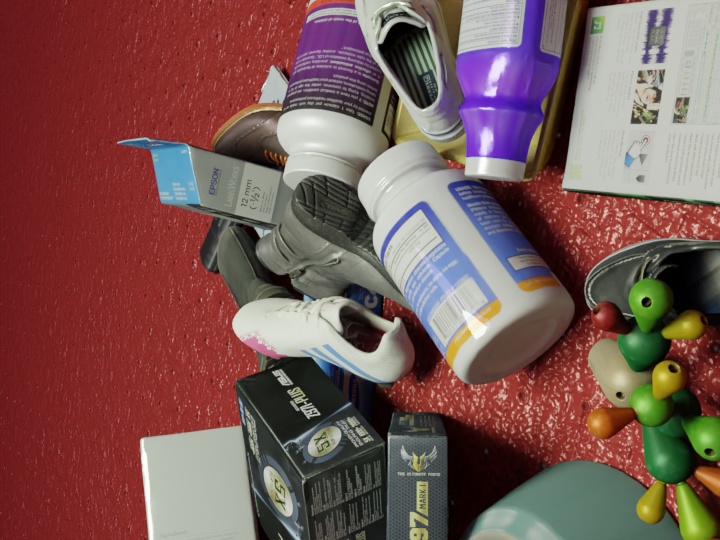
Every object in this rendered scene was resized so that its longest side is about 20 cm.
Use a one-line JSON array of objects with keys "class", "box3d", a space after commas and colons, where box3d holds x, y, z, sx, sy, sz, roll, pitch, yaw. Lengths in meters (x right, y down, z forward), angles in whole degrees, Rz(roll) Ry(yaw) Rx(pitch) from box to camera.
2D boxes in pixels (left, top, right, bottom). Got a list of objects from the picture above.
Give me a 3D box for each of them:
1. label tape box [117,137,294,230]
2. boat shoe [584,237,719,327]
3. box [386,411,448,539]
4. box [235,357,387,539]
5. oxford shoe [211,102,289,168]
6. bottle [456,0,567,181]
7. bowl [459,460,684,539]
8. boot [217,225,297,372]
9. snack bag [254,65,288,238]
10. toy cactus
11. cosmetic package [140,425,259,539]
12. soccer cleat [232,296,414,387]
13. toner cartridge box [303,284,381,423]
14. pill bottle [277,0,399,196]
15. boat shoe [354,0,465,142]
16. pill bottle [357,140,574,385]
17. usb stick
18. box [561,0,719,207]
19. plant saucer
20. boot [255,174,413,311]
[{"class": "label tape box", "box3d": [-0.164, -0.094, 0.978, 0.143, 0.200, 0.066, 10, 89, 60]}, {"class": "boat shoe", "box3d": [0.223, 0.011, 0.593, 0.200, 0.066, 0.070, 3, 89, 54]}, {"class": "box", "box3d": [0.048, 0.206, 0.742, 0.200, 0.051, 0.158, 50, -139, -85]}, {"class": "box", "box3d": [-0.046, 0.215, 0.871, 0.164, 0.086, 0.200, 42, 143, 50]}, {"class": "oxford shoe", "box3d": [-0.088, -0.144, 0.977, 0.200, 0.071, 0.073, -12, 58, 30]}, {"class": "bottle", "box3d": [0.116, -0.171, 0.679, 0.083, 0.065, 0.201, 10, 95, 55]}, {"class": "bowl", "box3d": [0.142, 0.247, 0.654, 0.201, 0.105, 0.201, -8, 79, 53]}, {"class": "boot", "box3d": [-0.124, 0.058, 1.069, 0.200, 0.072, 0.182, 35, 131, 56]}, {"class": "snack bag", "box3d": [-0.103, -0.131, 1.099, 0.200, 0.021, 0.189, 54, 128, 41]}, {"class": "toy cactus", "box3d": [0.195, 0.095, 0.592, 0.200, 0.102, 0.165, 60, 180, -17]}, {"class": "cosmetic package", "box3d": [-0.185, 0.303, 1.033, 0.199, 0.123, 0.201, 114, 147, -69]}, {"class": "soccer cleat", "box3d": [-0.040, 0.051, 0.855, 0.199, 0.070, 0.086, 13, 141, 21]}, {"class": "toner cartridge box", "box3d": [-0.023, 0.059, 0.952, 0.095, 0.043, 0.201, 7, 93, 55]}, {"class": "pill bottle", "box3d": [-0.017, -0.175, 0.870, 0.112, 0.112, 0.201, -8, 64, 54]}, {"class": "boat shoe", "box3d": [0.043, -0.207, 0.767, 0.073, 0.067, 0.200, -32, 65, 13]}, {"class": "pill bottle", "box3d": [0.080, -0.013, 0.738, 0.200, 0.112, 0.112, 58, 132, 30]}, {"class": "usb stick", "box3d": [-0.162, -0.083, 1.130, 0.200, 0.033, 0.056, -61, 36, 29]}, {"class": "box", "box3d": [0.236, -0.119, 0.615, 0.200, 0.036, 0.145, 15, 99, 55]}, {"class": "plant saucer", "box3d": [0.121, -0.191, 0.770, 0.200, 0.048, 0.201, 26, 108, 51]}, {"class": "boot", "box3d": [0.000, 0.000, 0.854, 0.200, 0.070, 0.132, 39, 144, 1]}]
